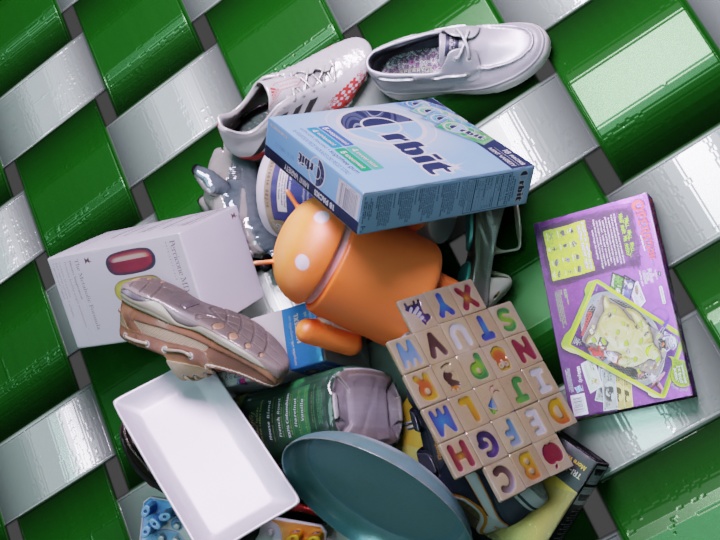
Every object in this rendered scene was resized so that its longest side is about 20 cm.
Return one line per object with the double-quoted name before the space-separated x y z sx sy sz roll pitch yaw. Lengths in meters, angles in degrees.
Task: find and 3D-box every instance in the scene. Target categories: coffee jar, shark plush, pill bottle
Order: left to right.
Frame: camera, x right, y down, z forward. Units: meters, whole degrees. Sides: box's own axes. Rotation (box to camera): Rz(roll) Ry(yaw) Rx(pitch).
"shark plush" -0.119 -0.067 1.280 0.083 0.091 0.200 -29 59 -15
"coffee jar" -0.059 0.156 1.153 0.199 0.104 0.086 -20 69 42
"pill bottle" -0.001 -0.079 1.195 0.199 0.111 0.112 8 83 28

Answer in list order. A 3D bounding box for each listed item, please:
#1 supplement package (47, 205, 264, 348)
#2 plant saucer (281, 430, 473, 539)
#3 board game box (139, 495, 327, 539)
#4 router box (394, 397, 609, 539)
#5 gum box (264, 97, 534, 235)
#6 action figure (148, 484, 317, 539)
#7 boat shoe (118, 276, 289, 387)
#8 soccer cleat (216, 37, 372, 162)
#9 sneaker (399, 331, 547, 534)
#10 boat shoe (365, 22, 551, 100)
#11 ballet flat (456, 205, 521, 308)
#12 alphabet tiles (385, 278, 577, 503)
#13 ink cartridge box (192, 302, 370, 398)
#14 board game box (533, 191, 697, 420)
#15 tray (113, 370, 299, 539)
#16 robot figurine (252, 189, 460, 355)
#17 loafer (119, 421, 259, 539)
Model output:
"supplement package" -0.227 0.008 1.257 0.199 0.109 0.114 -10 103 33
"plant saucer" 0.019 0.211 1.051 0.199 0.201 0.027 14 52 28
"board game box" -0.144 0.350 1.171 0.198 0.026 0.202 7 94 9
"router box" 0.117 0.199 1.111 0.200 0.052 0.158 33 95 28
"gum box" 0.036 -0.106 1.078 0.170 0.199 0.045 42 132 44
"action figure" -0.133 0.252 1.226 0.199 0.099 0.066 16 83 6
"boat shoe" -0.160 0.074 1.135 0.199 0.076 0.072 25 106 23
"soccer cleat" -0.073 -0.198 1.260 0.199 0.085 0.069 -35 66 4
"sneaker" 0.081 0.155 1.045 0.079 0.078 0.200 -40 81 16
"boat shoe" 0.099 -0.230 1.200 0.199 0.068 0.073 0 79 27
"ballet flat" 0.130 -0.010 1.146 0.063 0.067 0.201 9 85 -3
"alphabet tiles" 0.113 0.104 1.028 0.006 0.166 0.201 -44 68 46
"ink cartridge box" -0.103 0.095 1.206 0.199 0.116 0.068 -16 73 22
"board game box" 0.245 0.036 1.096 0.119 0.032 0.201 -16 73 27
"tray" -0.153 0.181 1.108 0.107 0.022 0.200 -28 58 -19
"robot figurine" -0.001 0.002 1.095 0.144 0.199 0.117 -55 16 35
"loafer" -0.174 0.198 1.155 0.200 0.072 0.073 37 57 27
